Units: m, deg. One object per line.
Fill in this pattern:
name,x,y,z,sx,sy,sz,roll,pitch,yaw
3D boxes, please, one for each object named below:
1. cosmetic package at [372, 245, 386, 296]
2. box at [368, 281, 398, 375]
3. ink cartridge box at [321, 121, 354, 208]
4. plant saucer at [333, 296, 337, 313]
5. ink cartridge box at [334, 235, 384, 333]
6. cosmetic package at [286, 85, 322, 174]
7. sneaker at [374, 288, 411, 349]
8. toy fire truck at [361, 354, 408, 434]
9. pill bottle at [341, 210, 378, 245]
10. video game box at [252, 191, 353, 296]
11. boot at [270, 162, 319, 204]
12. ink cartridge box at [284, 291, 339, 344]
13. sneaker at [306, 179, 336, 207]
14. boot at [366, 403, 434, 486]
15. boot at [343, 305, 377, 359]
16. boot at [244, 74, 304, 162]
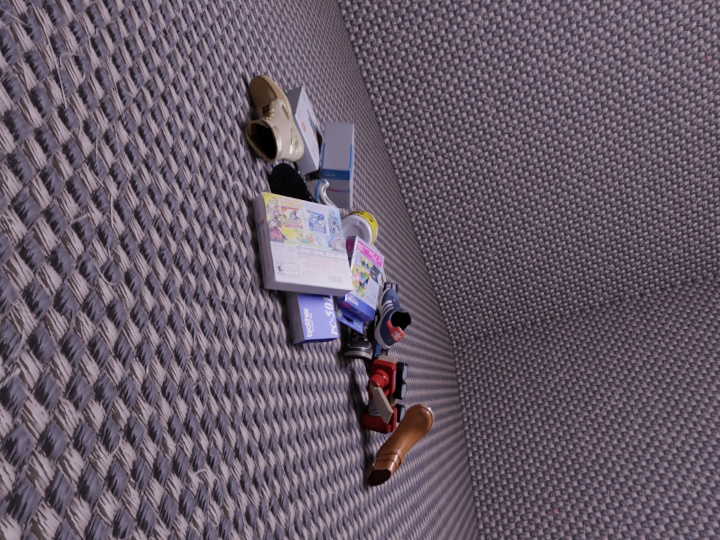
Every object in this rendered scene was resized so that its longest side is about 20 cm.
cosmetic package,0.035,-0.012,2.235,0.200,0.051,0.154,46,29,-68
box,0.067,0.166,1.948,0.199,0.048,0.204,-84,-176,-67
ink cartridge box,-0.060,-0.281,1.852,0.201,0.082,0.148,88,5,-65
plant saucer,-0.107,0.020,1.501,0.201,0.031,0.204,54,27,-43
ink cartridge box,-0.003,0.035,1.633,0.119,0.041,0.204,34,59,-43
cosmetic package,-0.150,-0.362,1.752,0.202,0.051,0.153,-88,158,-55
sneaker,0.093,0.111,1.746,0.075,0.084,0.202,45,31,-27
toy fire truck,0.052,0.325,1.662,0.199,0.126,0.181,-32,128,-61
pill bottle,-0.008,-0.114,1.995,0.200,0.112,0.117,-53,126,-76
video game box,-0.112,-0.048,1.343,0.197,0.046,0.187,9,64,-42
boot,-0.131,-0.154,1.546,0.200,0.073,0.163,53,3,-10
ink cartridge box,-0.105,0.043,1.380,0.093,0.044,0.205,2,72,-44
sneaker,-0.094,-0.122,1.672,0.076,0.079,0.205,-36,112,-79
boot,0.094,0.418,1.613,0.073,0.202,0.155,36,34,7
boot,0.004,0.143,1.715,0.200,0.071,0.155,18,77,-81
boot,-0.200,-0.322,1.441,0.204,0.072,0.155,67,20,-3
